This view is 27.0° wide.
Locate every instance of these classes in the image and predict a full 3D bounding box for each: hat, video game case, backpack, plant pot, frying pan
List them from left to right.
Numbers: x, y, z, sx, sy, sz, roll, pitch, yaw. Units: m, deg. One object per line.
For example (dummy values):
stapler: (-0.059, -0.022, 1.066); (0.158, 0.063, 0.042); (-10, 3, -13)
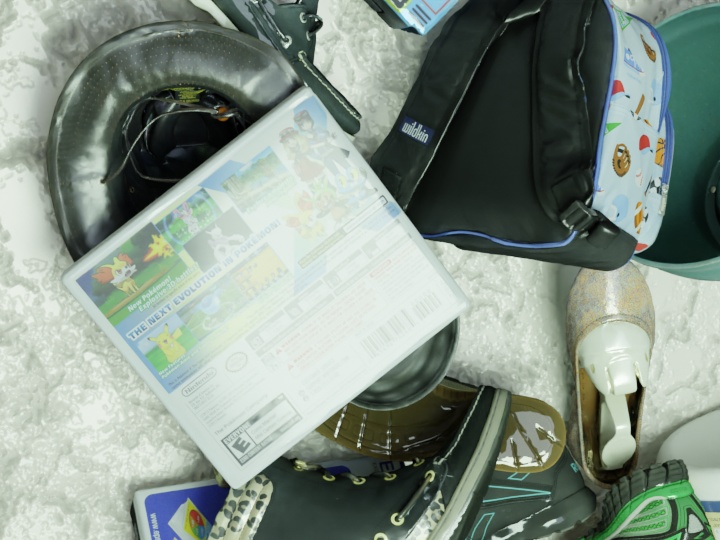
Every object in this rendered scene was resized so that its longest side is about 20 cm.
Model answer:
hat: (-0.115, -0.068, 1.007); (0.200, 0.081, 0.201); (-1, 102, -7)
video game case: (-0.059, 0.013, 0.972); (0.200, 0.022, 0.182); (-38, 104, -1)
frying pan: (-0.010, 0.014, 1.029); (0.190, 0.031, 0.115); (45, 75, -18)
backpack: (0.130, -0.101, 1.039); (0.154, 0.200, 0.191); (12, 87, -51)
plant pot: (0.276, -0.077, 1.099); (0.134, 0.200, 0.201); (25, 89, -46)

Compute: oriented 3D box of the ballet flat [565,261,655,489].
ballet flat: (0.187, 0.082, 1.100); (0.068, 0.067, 0.200); (-8, 127, 0)

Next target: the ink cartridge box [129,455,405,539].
ink cartridge box: (-0.044, 0.234, 1.041); (0.200, 0.047, 0.198); (-5, 59, -18)

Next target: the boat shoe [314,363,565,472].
boat shoe: (0.047, 0.109, 1.090); (0.200, 0.065, 0.073); (15, 80, 4)

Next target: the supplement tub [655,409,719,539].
supplement tub: (0.321, 0.216, 1.165); (0.144, 0.144, 0.200); (-21, 104, -15)

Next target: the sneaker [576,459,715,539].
sneaker: (0.201, 0.229, 1.120); (0.078, 0.085, 0.200); (-7, 143, -20)

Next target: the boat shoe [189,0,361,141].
boat shoe: (-0.059, -0.173, 1.020); (0.066, 0.075, 0.199); (-45, 99, 4)

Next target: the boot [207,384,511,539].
boot: (0.002, 0.143, 1.016); (0.154, 0.074, 0.204); (24, 71, 14)

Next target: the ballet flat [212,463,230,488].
ballet flat: (-0.080, 0.050, 1.052); (0.072, 0.072, 0.201); (21, 86, -20)

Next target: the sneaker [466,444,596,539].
sneaker: (0.077, 0.181, 1.126); (0.200, 0.075, 0.079); (-20, 88, -21)

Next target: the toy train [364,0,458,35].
toy train: (0.011, -0.259, 1.028); (0.114, 0.087, 0.200); (-46, 109, -1)
